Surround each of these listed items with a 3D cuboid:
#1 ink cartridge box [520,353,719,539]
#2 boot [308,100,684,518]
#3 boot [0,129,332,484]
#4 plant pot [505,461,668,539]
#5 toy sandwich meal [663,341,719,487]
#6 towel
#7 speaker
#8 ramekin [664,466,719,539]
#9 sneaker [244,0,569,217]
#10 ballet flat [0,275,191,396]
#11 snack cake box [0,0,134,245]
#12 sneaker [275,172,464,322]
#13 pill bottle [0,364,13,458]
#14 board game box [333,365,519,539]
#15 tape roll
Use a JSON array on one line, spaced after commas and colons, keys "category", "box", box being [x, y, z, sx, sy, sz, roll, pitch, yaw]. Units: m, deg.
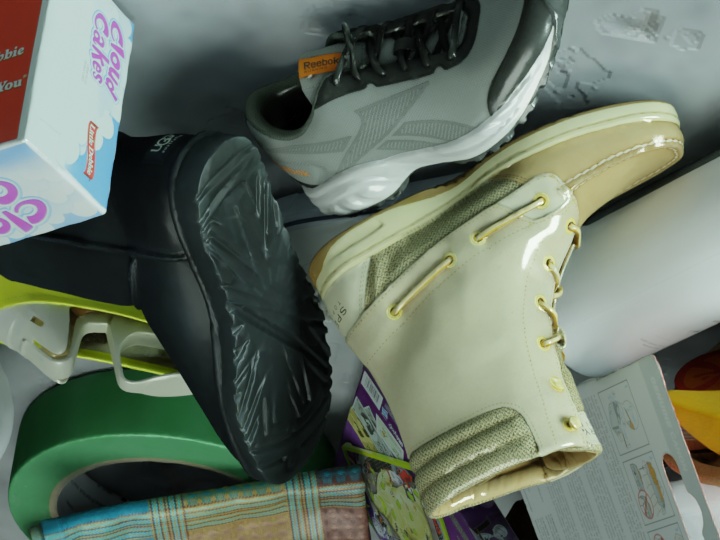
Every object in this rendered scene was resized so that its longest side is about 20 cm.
[{"category": "ink cartridge box", "box": [0.151, 0.131, 1.412, 0.057, 0.163, 0.200, -17, 173, -27]}, {"category": "boot", "box": [0.092, 0.018, 1.344, 0.199, 0.156, 0.073, -26, 158, 0]}, {"category": "boot", "box": [-0.110, 0.006, 1.404, 0.167, 0.076, 0.201, 11, 129, 38]}, {"category": "plant pot", "box": [0.178, 0.218, 1.646, 0.199, 0.201, 0.199, -10, 135, 22]}, {"category": "toy sandwich meal", "box": [0.232, 0.033, 1.387, 0.204, 0.205, 0.070, -17, 113, 30]}, {"category": "towel", "box": [-0.089, 0.188, 1.640, 0.199, 0.022, 0.147, -9, 128, -2]}, {"category": "speaker", "box": [0.178, -0.015, 1.389, 0.081, 0.082, 0.200, 30, 139, -31]}, {"category": "ramekin", "box": [0.259, 0.125, 1.474, 0.201, 0.095, 0.202, -19, 178, -1]}, {"category": "sneaker", "box": [0.022, -0.090, 1.316, 0.079, 0.074, 0.200, 34, 137, -27]}, {"category": "ballet flat", "box": [-0.142, 0.033, 1.523, 0.199, 0.067, 0.067, 11, 146, -6]}, {"category": "snack cake box", "box": [-0.213, -0.067, 1.347, 0.199, 0.116, 0.067, -15, 140, 29]}, {"category": "sneaker", "box": [0.000, 0.000, 1.448, 0.199, 0.071, 0.073, -14, 141, 27]}, {"category": "pill bottle", "box": [-0.292, 0.113, 1.621, 0.115, 0.116, 0.200, 22, 143, -21]}, {"category": "board game box", "box": [0.051, 0.157, 1.576, 0.032, 0.201, 0.120, -20, 153, -27]}, {"category": "tape roll", "box": [-0.114, 0.133, 1.681, 0.199, 0.048, 0.201, 4, 145, 3]}]
